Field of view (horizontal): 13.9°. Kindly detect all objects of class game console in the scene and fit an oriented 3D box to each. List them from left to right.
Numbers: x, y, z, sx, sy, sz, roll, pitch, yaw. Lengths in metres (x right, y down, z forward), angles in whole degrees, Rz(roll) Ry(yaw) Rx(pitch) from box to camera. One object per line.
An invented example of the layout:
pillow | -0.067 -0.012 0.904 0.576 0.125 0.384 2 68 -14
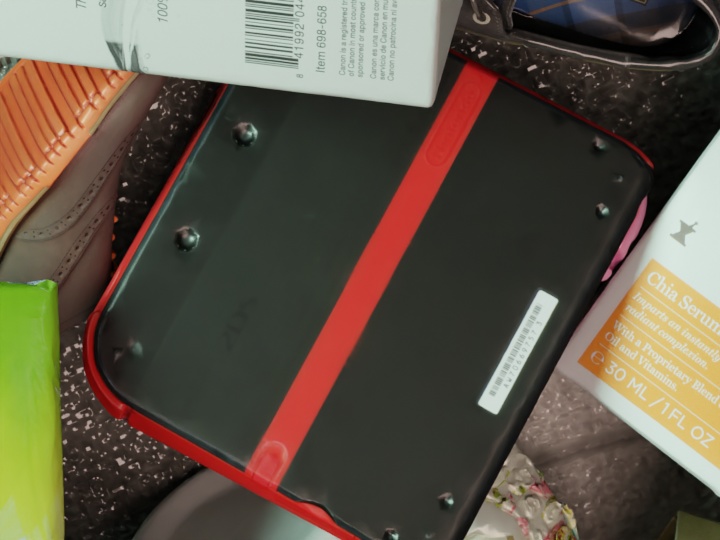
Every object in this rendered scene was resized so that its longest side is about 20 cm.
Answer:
game console | 0.000 0.000 1.202 0.177 0.031 0.200 28 83 0

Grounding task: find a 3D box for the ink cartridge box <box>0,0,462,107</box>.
ink cartridge box | -0.061 -0.152 1.105 0.200 0.084 0.144 7 125 6

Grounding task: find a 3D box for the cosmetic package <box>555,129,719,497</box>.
cosmetic package | 0.182 -0.011 1.231 0.101 0.071 0.200 37 99 14

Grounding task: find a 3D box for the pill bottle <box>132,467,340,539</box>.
pill bottle | -0.014 0.184 1.310 0.114 0.114 0.200 -27 119 0

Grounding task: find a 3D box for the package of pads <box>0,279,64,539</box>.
package of pads | -0.193 0.102 1.126 0.154 0.068 0.200 2 71 -16

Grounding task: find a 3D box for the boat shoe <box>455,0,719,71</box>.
boat shoe | 0.060 -0.122 1.206 0.200 0.066 0.070 17 110 -21

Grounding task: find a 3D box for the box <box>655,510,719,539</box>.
box | 0.205 0.188 1.358 0.200 0.021 0.164 19 138 -8

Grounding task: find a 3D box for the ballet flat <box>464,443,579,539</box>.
ballet flat | 0.070 0.151 1.313 0.076 0.064 0.200 -23 103 21

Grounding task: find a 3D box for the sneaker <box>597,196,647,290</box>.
sneaker | 0.046 0.031 1.255 0.200 0.095 0.079 -44 80 -6

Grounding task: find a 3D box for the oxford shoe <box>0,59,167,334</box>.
oxford shoe | -0.126 -0.027 1.211 0.073 0.071 0.200 24 116 -32
